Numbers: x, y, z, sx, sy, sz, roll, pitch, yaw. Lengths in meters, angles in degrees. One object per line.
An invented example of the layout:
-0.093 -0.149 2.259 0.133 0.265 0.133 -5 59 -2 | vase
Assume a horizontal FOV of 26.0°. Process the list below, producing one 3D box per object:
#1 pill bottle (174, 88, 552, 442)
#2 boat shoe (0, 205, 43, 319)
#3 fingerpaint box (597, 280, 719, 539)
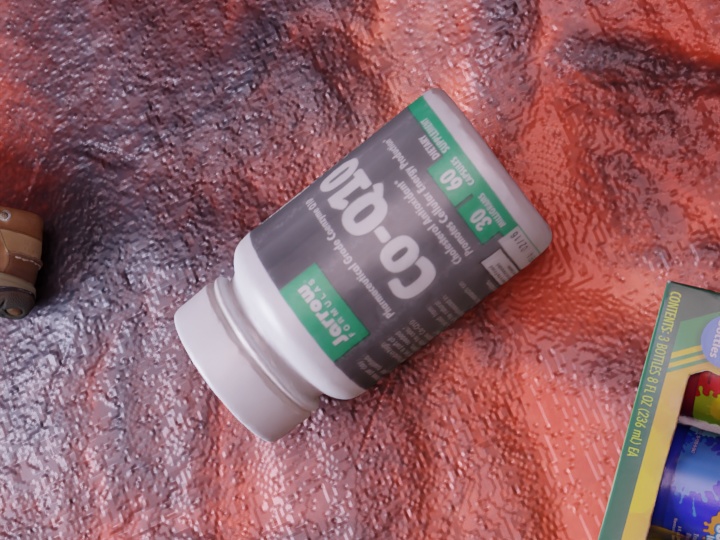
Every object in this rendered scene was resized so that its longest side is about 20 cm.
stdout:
0.000 0.000 0.883 0.199 0.113 0.113 -39 73 6 | pill bottle
-0.290 -0.027 0.994 0.198 0.076 0.075 15 79 9 | boat shoe
0.218 0.125 0.820 0.165 0.073 0.202 15 85 18 | fingerpaint box
